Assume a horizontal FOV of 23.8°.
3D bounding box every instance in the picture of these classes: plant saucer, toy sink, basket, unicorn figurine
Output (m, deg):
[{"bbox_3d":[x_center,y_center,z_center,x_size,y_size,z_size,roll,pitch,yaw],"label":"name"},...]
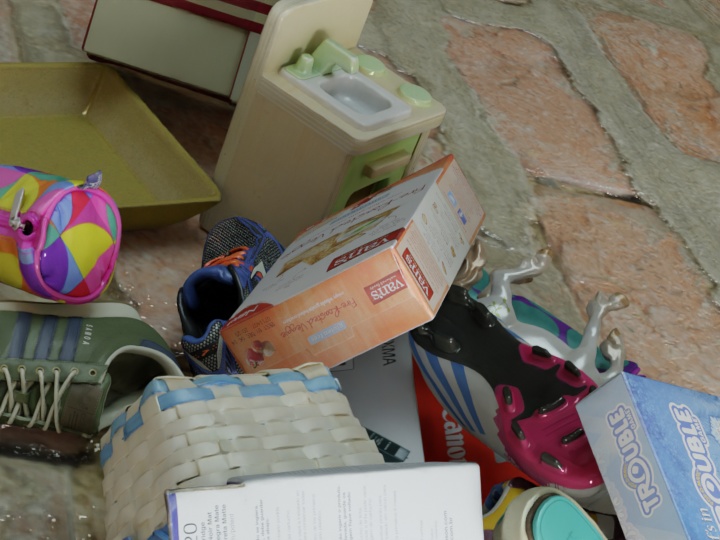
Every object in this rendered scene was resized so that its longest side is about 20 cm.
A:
[{"bbox_3d":[-0.237,-0.087,1.308,0.199,0.049,0.200,-6,40,-39],"label":"plant saucer"},{"bbox_3d":[-0.021,-0.104,1.328,0.112,0.201,0.130,35,31,21],"label":"toy sink"},{"bbox_3d":[-0.054,0.160,0.960,0.175,0.139,0.201,0,55,-34],"label":"basket"},{"bbox_3d":[0.131,0.057,1.167,0.199,0.074,0.137,18,46,27],"label":"unicorn figurine"}]

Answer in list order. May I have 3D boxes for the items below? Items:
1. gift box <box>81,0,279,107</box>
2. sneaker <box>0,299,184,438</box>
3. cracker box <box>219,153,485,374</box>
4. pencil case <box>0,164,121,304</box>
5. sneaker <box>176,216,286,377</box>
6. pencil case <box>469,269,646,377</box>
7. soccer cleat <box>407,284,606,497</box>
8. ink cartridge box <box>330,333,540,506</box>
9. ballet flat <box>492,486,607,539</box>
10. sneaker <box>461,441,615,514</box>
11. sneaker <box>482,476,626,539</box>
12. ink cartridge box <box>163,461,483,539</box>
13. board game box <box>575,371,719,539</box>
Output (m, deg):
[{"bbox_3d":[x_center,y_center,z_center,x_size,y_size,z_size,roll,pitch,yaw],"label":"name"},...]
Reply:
[{"bbox_3d":[-0.116,-0.242,1.438,0.185,0.202,0.185,18,8,-6],"label":"gift box"},{"bbox_3d":[-0.194,0.067,1.070,0.199,0.068,0.090,-7,35,-45],"label":"sneaker"},{"bbox_3d":[0.000,0.000,1.141,0.058,0.133,0.200,59,22,-12],"label":"cracker box"},{"bbox_3d":[-0.246,-0.036,1.122,0.199,0.089,0.088,13,20,37],"label":"pencil case"},{"bbox_3d":[-0.088,0.017,1.188,0.079,0.075,0.201,53,14,-31],"label":"sneaker"},{"bbox_3d":[0.110,0.053,1.283,0.199,0.086,0.092,35,33,19],"label":"pencil case"},{"bbox_3d":[0.101,0.086,1.072,0.070,0.087,0.200,-31,44,-14],"label":"soccer cleat"},{"bbox_3d":[0.034,0.100,1.139,0.172,0.044,0.201,-6,33,1],"label":"ink cartridge box"},{"bbox_3d":[0.142,0.204,0.939,0.201,0.069,0.069,52,33,-1],"label":"ballet flat"},{"bbox_3d":[0.133,0.149,1.163,0.198,0.081,0.076,-16,36,-19],"label":"sneaker"},{"bbox_3d":[0.123,0.161,1.031,0.199,0.075,0.090,-5,53,-34],"label":"sneaker"},{"bbox_3d":[-0.018,0.203,0.879,0.199,0.202,0.040,1,-7,-36],"label":"ink cartridge box"},{"bbox_3d":[0.230,0.166,0.982,0.198,0.043,0.201,14,47,-42],"label":"board game box"}]
